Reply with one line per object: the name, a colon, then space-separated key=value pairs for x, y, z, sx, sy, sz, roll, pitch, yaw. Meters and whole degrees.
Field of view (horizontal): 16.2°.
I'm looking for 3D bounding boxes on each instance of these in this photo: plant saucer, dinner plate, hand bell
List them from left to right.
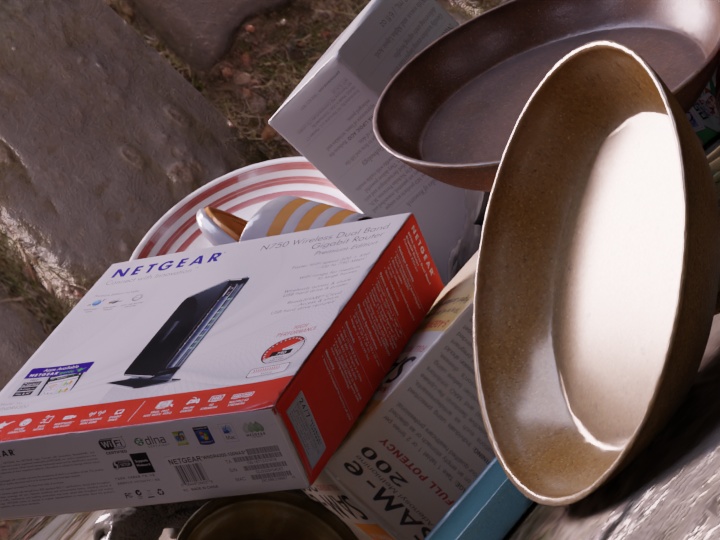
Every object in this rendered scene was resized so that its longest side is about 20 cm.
hand bell: x=-0.069 y=0.202 z=1.285 sx=0.104 sy=0.104 sz=0.200 roll=-51 pitch=-6 yaw=-36
dinner plate: x=-0.066 y=0.003 z=1.668 sx=0.200 sy=0.024 sz=0.200 roll=-14 pitch=46 yaw=14
plant saucer: x=0.078 y=0.090 z=1.184 sx=0.200 sy=0.019 sz=0.070 roll=-47 pitch=6 yaw=-16
plant saucer: x=0.106 y=-0.098 z=1.356 sx=0.200 sy=0.035 sz=0.200 roll=-18 pitch=27 yaw=9
plant saucer: x=0.105 y=0.003 z=1.087 sx=0.200 sy=0.035 sz=0.201 roll=-172 pitch=90 yaw=-69

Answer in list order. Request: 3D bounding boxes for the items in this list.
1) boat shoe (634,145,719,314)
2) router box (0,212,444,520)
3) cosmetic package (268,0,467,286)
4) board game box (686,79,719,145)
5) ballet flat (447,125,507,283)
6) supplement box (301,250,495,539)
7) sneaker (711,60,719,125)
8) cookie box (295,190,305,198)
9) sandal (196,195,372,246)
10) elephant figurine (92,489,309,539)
boat shoe: x=0.196 y=-0.065 z=1.155 sx=0.200 sy=0.063 sz=0.073 roll=-51 pitch=7 yaw=-37
router box: x=-0.081 y=0.049 z=1.295 sx=0.200 sy=0.049 sz=0.180 roll=-10 pitch=27 yaw=31
cosmetic package: x=0.056 y=-0.069 z=1.538 sx=0.081 sy=0.200 sz=0.113 roll=-43 pitch=9 yaw=43
board game box: x=0.158 y=-0.167 z=1.456 sx=0.135 sy=0.200 sz=0.029 roll=-40 pitch=7 yaw=46
ballet flat: x=0.083 y=-0.007 z=1.445 sx=0.200 sy=0.057 sz=0.067 roll=99 pitch=163 yaw=-52
supplement box: x=0.059 y=0.052 z=1.300 sx=0.200 sy=0.074 sz=0.126 roll=-48 pitch=5 yaw=-12
sneaker: x=0.253 y=-0.137 z=1.289 sx=0.200 sy=0.078 sz=0.116 roll=-57 pitch=8 yaw=29
cookie box: x=-0.061 y=0.065 z=1.754 sx=0.200 sy=0.075 sz=0.171 roll=-48 pitch=-26 yaw=-21
sandal: x=0.003 y=0.000 z=1.451 sx=0.059 sy=0.206 sz=0.079 roll=-63 pitch=-18 yaw=8
elephant figurine: x=-0.052 y=0.103 z=1.400 sx=0.155 sy=0.142 sz=0.200 roll=-39 pitch=25 yaw=14
